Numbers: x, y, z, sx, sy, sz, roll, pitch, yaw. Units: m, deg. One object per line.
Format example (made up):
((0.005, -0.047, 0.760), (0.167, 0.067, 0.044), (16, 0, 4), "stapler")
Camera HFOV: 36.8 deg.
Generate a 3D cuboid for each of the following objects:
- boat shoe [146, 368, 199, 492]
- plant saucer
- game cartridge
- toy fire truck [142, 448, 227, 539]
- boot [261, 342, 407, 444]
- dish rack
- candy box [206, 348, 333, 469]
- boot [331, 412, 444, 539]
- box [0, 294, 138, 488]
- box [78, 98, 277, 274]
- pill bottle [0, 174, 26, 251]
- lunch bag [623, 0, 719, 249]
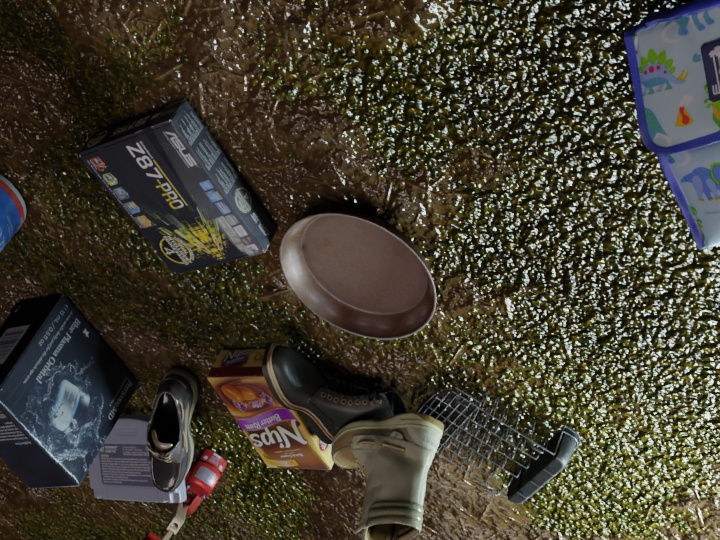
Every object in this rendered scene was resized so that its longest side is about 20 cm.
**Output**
((-0.291, 0.245, 1.608), (0.073, 0.073, 0.204), (13, 112, 15), "boat shoe")
((0.000, 0.000, 1.274), (0.197, 0.035, 0.202), (15, 139, 13), "plant saucer")
((-0.361, 0.299, 1.730), (0.197, 0.041, 0.136), (-5, 95, 34), "game cartridge")
((-0.291, 0.387, 1.758), (0.048, 0.142, 0.200), (31, 140, -7), "toy fire truck")
((-0.027, 0.154, 1.431), (0.136, 0.079, 0.200), (-11, 140, 31), "boot")
((0.166, 0.218, 1.400), (0.198, 0.055, 0.154), (31, 139, -2), "dish rack")
((-0.119, 0.199, 1.533), (0.115, 0.057, 0.202), (-4, 132, 31), "candy box")
((0.018, 0.273, 1.384), (0.072, 0.157, 0.198), (31, 146, -30), "boot")
((-0.460, 0.178, 1.588), (0.116, 0.198, 0.201), (-9, 129, 33), "box")
((-0.214, -0.093, 1.281), (0.159, 0.050, 0.201), (-12, 126, 33), "box")
((-0.530, -0.033, 1.398), (0.110, 0.202, 0.113), (15, 140, 13), "pill bottle")
((0.328, -0.137, 0.889), (0.168, 0.128, 0.202), (-13, 113, 41), "lunch bag")
